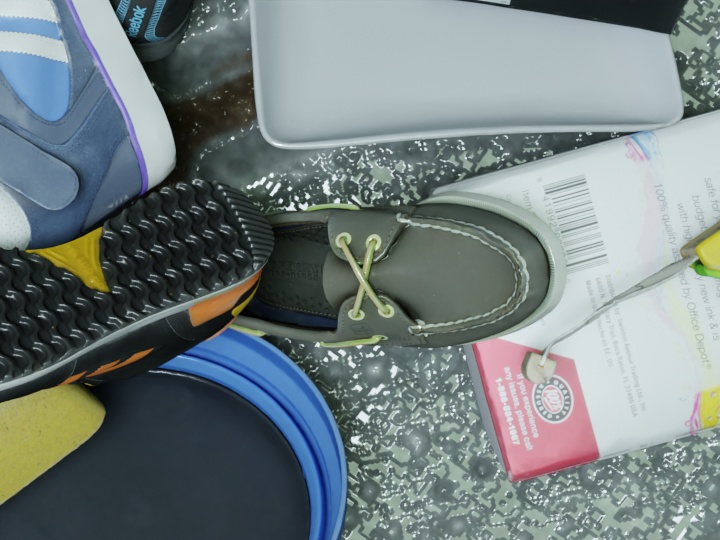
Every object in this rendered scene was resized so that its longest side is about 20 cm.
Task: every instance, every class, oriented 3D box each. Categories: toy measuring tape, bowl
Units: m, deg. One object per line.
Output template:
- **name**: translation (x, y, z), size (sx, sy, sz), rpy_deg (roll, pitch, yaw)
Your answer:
- **toy measuring tape**: translation (0.170, 0.013, 0.741), size (0.200, 0.074, 0.074), rpy_deg (-34, 92, 0)
- **bowl**: translation (-0.106, 0.107, 0.782), size (0.200, 0.039, 0.201), rpy_deg (2, 52, -3)

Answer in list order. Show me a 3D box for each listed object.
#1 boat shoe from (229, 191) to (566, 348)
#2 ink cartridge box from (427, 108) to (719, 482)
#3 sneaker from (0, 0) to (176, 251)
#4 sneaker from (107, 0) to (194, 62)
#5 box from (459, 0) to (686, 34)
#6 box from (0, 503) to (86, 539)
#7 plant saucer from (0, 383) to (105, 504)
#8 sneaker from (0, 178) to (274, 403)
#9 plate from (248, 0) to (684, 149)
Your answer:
- **boat shoe**: translation (0.000, 0.003, 0.774), size (0.201, 0.060, 0.072), rpy_deg (1, 100, 41)
- **ink cartridge box**: translation (0.146, 0.005, 0.817), size (0.200, 0.086, 0.148), rpy_deg (-14, 91, -1)
- **sneaker**: translation (-0.188, -0.094, 0.744), size (0.146, 0.081, 0.200), rpy_deg (-29, 89, -25)
- **sneaker**: translation (-0.091, -0.203, 0.797), size (0.073, 0.082, 0.200), rpy_deg (5, 76, -14)
- **box**: translation (0.104, -0.234, 0.746), size (0.124, 0.149, 0.200), rpy_deg (9, 68, 0)
- **box**: translation (-0.235, 0.188, 0.792), size (0.200, 0.049, 0.162), rpy_deg (5, 73, -2)
- **plant saucer**: translation (-0.253, 0.051, 0.759), size (0.200, 0.048, 0.200), rpy_deg (39, 60, 23)
- **sneaker**: translation (-0.132, 0.030, 0.726), size (0.200, 0.090, 0.070), rpy_deg (-20, 62, -25)
- **plate**: translation (0.041, -0.147, 0.801), size (0.199, 0.032, 0.200), rpy_deg (-4, 68, -9)
